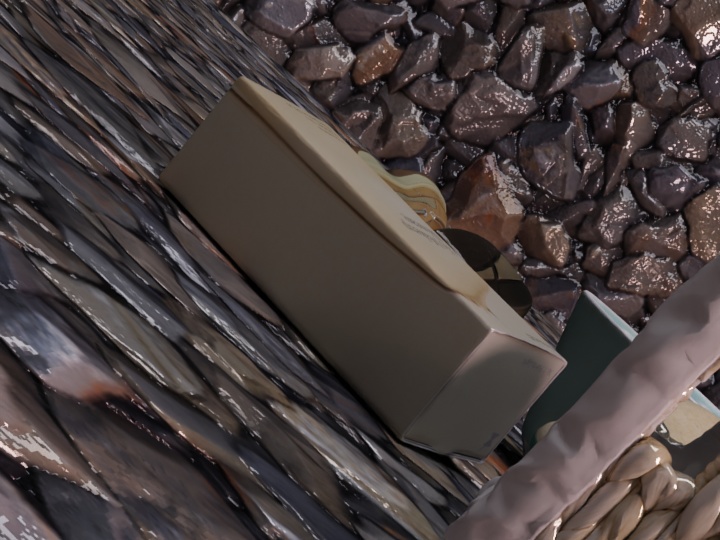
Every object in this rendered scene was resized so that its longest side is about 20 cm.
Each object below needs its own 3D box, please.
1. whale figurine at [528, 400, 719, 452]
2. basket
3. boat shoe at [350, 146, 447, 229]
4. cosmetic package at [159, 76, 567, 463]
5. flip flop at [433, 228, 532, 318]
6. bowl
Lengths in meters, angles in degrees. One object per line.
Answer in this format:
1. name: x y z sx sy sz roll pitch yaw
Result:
1. whale figurine: 0.125 0.138 0.991 0.159 0.104 0.200 44 30 4
2. basket: 0.155 0.074 0.772 0.161 0.198 0.200 46 5 5
3. boat shoe: 0.021 -0.031 1.662 0.077 0.071 0.200 60 18 20
4. cosmetic package: 0.000 0.000 1.125 0.200 0.073 0.103 45 10 26
5. flip flop: 0.019 0.006 1.282 0.199 0.058 0.082 11 46 -47
6. bowl: 0.172 0.117 1.331 0.201 0.105 0.201 43 5 -4
